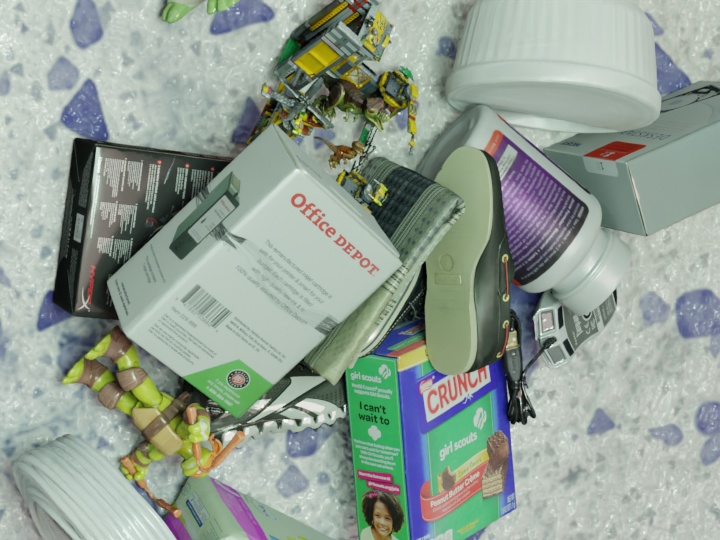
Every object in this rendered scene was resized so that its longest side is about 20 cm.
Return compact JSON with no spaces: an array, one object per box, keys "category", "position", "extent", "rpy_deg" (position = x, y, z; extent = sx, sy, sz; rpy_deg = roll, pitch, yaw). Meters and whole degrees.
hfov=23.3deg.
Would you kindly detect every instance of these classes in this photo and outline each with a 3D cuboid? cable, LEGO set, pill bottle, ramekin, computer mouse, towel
[{"category":"cable","position":[-0.216,0.228,1.478],"extent":[0.069,0.200,0.201],"rpy_deg":[-35,88,-21]},{"category":"LEGO set","position":[-0.005,-0.149,1.522],"extent":[0.154,0.115,0.201],"rpy_deg":[45,48,-16]},{"category":"pill bottle","position":[0.153,-0.050,1.617],"extent":[0.199,0.111,0.112],"rpy_deg":[38,82,-13]},{"category":"ramekin","position":[0.179,-0.194,1.600],"extent":[0.200,0.202,0.095],"rpy_deg":[10,81,-26]},{"category":"computer mouse","position":[0.187,0.056,1.697],"extent":[0.200,0.044,0.111],"rpy_deg":[-37,118,-44]},{"category":"towel","position":[0.000,0.000,1.536],"extent":[0.034,0.192,0.201],"rpy_deg":[37,88,-26]}]

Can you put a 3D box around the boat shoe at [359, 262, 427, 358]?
[{"category":"boat shoe","position":[0.035,0.020,1.590],"extent":[0.063,0.074,0.200],"rpy_deg":[60,36,-23]}]

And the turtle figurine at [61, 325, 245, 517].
[{"category":"turtle figurine","position":[-0.174,0.123,1.511],"extent":[0.161,0.200,0.064],"rpy_deg":[47,57,-4]}]

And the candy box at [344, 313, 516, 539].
[{"category":"candy box","position":[0.067,0.150,1.631],"extent":[0.168,0.076,0.202],"rpy_deg":[-20,108,-48]}]

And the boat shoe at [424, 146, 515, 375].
[{"category":"boat shoe","position":[0.099,-0.010,1.544],"extent":[0.063,0.073,0.204],"rpy_deg":[-10,106,-45]}]

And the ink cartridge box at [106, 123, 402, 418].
[{"category":"ink cartridge box","position":[-0.087,0.002,1.450],"extent":[0.200,0.084,0.146],"rpy_deg":[-42,126,9]}]

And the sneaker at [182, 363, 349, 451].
[{"category":"sneaker","position":[-0.076,0.104,1.593],"extent":[0.198,0.066,0.091],"rpy_deg":[-15,109,-20]}]

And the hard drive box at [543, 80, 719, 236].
[{"category":"hard drive box","position":[0.305,-0.111,1.688],"extent":[0.199,0.156,0.078],"rpy_deg":[-24,108,-20]}]

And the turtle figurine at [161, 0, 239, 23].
[{"category":"turtle figurine","position":[-0.184,-0.291,1.442],"extent":[0.143,0.201,0.195],"rpy_deg":[-21,115,16]}]

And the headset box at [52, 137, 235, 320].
[{"category":"headset box","position":[-0.157,-0.029,1.530],"extent":[0.198,0.075,0.150],"rpy_deg":[5,97,-25]}]

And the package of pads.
[{"category":"package of pads","position":[-0.074,0.270,1.575],"extent":[0.199,0.154,0.069],"rpy_deg":[31,94,-24]}]
